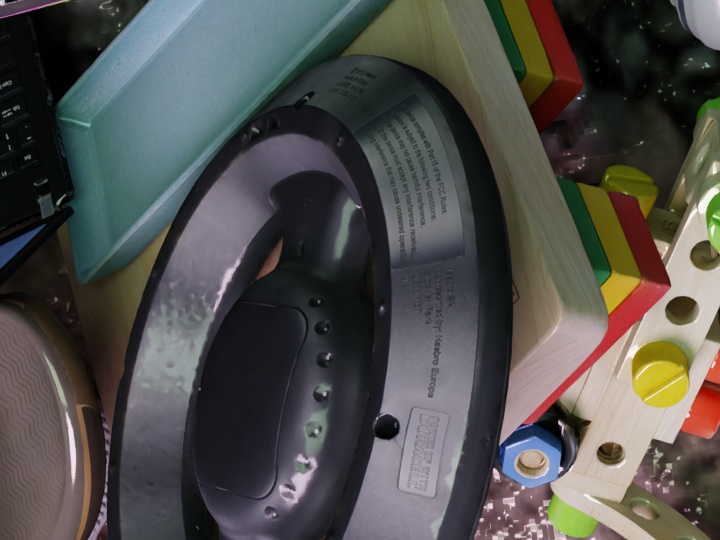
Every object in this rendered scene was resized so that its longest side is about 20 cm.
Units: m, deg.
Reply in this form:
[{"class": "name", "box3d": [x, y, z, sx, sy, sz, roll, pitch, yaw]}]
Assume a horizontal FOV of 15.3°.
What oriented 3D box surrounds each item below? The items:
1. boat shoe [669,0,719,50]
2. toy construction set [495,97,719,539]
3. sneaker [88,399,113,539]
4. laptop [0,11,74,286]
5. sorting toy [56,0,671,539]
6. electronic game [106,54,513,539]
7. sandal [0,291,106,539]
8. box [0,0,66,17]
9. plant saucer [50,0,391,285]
[{"class": "boat shoe", "box3d": [0.106, -0.168, 0.826, 0.067, 0.074, 0.200, 6, 88, 30]}, {"class": "toy construction set", "box3d": [0.113, 0.034, 0.838, 0.131, 0.092, 0.200, 17, 106, -7]}, {"class": "sneaker", "box3d": [-0.158, 0.104, 0.930, 0.115, 0.075, 0.200, 34, 118, 23]}, {"class": "laptop", "box3d": [-0.194, -0.024, 0.867, 0.177, 0.103, 0.200, -24, 66, 17]}, {"class": "sorting toy", "box3d": [0.000, 0.000, 0.827, 0.199, 0.070, 0.200, -48, 46, 36]}, {"class": "electronic game", "box3d": [-0.018, 0.038, 0.744, 0.042, 0.200, 0.200, 13, 104, -27]}, {"class": "sandal", "box3d": [-0.151, 0.086, 0.845, 0.200, 0.055, 0.082, -38, 80, 30]}, {"class": "box", "box3d": [-0.164, -0.165, 0.795, 0.148, 0.124, 0.200, -11, 95, 20]}, {"class": "plant saucer", "box3d": [-0.035, -0.073, 0.820, 0.200, 0.019, 0.070, -41, 49, 40]}]
